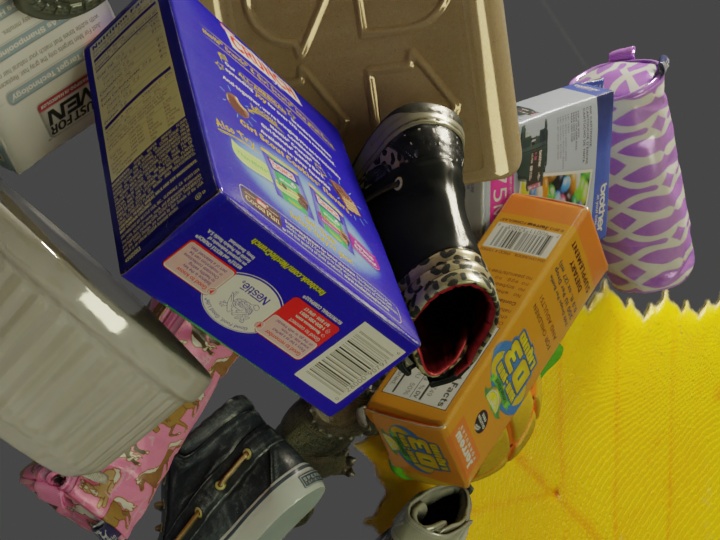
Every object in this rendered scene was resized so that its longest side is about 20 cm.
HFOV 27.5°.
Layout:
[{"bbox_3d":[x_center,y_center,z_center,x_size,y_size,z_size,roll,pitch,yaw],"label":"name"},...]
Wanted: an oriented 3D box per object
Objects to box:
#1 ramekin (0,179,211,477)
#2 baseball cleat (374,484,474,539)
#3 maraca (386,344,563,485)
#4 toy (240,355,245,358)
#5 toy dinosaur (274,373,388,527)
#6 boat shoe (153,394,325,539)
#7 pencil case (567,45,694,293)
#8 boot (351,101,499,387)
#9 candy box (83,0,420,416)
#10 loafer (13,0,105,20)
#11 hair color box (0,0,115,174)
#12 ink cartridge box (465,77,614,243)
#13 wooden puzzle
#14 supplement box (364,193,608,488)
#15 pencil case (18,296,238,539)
[{"bbox_3d":[-0.188,0.029,0.827,0.094,0.202,0.202,-48,129,-4],"label":"ramekin"},{"bbox_3d":[0.014,0.231,1.120,0.200,0.070,0.107,-47,164,-29],"label":"baseball cleat"},{"bbox_3d":[0.092,0.099,1.137,0.199,0.107,0.138,-14,140,-49],"label":"maraca"},{"bbox_3d":[0.000,0.000,1.024,0.115,0.047,0.200,28,106,-35],"label":"toy"},{"bbox_3d":[-0.026,0.114,1.044,0.102,0.077,0.200,-1,147,-45],"label":"toy dinosaur"},{"bbox_3d":[-0.116,0.180,1.016,0.200,0.091,0.071,-46,160,14],"label":"boat shoe"},{"bbox_3d":[0.223,-0.080,1.211,0.086,0.083,0.201,-70,150,-57],"label":"pencil case"},{"bbox_3d":[0.014,0.017,0.905,0.073,0.154,0.204,12,131,-23],"label":"boot"},{"bbox_3d":[-0.064,-0.044,0.817,0.077,0.201,0.169,-36,132,17],"label":"candy box"},{"bbox_3d":[-0.140,-0.231,0.789,0.075,0.070,0.201,11,110,-54],"label":"loafer"},{"bbox_3d":[-0.209,-0.167,0.830,0.099,0.060,0.201,-38,124,-25],"label":"hair color box"},{"bbox_3d":[0.133,-0.065,1.073,0.200,0.042,0.120,-24,122,-47],"label":"ink cartridge box"},{"bbox_3d":[-0.004,-0.141,0.956,0.199,0.046,0.186,-8,99,2],"label":"wooden puzzle"},{"bbox_3d":[0.086,0.042,0.963,0.200,0.069,0.067,-52,137,-27],"label":"supplement box"},{"bbox_3d":[-0.134,0.074,0.953,0.083,0.086,0.201,39,76,-25],"label":"pencil case"}]
